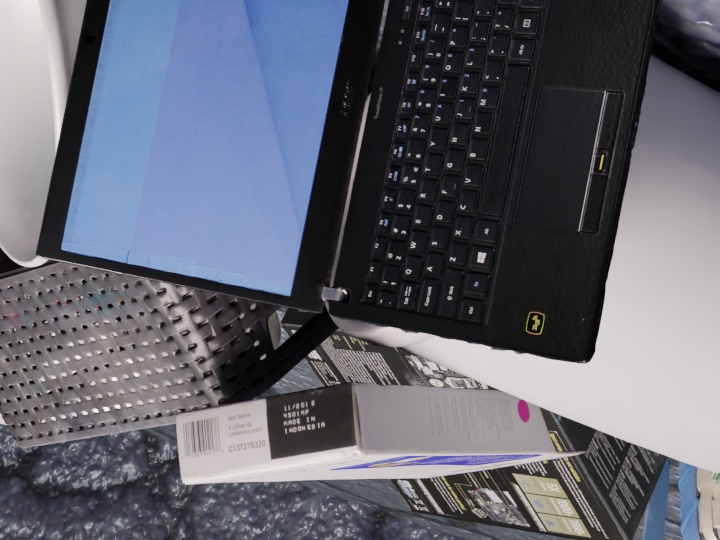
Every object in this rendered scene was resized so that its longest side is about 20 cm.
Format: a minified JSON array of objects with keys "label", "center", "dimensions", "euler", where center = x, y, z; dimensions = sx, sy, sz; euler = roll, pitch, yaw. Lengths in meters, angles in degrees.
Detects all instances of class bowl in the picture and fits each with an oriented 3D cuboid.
[{"label":"bowl","center":[-0.128,-0.108,0.832],"dimensions":[0.090,0.201,0.201],"euler":[-11,-179,-25]}]

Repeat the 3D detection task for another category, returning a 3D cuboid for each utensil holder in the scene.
[{"label":"utensil holder","center":[0.108,-0.014,0.815],"dimensions":[0.200,0.170,0.170],"euler":[25,166,-24]}]

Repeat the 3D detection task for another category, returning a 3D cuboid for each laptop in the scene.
[{"label":"laptop","center":[-0.004,-0.071,0.685],"dimensions":[0.200,0.178,0.103],"euler":[10,178,40]}]

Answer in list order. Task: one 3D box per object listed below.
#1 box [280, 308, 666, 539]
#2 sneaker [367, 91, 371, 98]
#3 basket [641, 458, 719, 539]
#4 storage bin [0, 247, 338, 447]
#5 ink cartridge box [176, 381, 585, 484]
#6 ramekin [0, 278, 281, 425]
[{"label":"box","center":[0.074,0.067,1.093],"dimensions":[0.164,0.086,0.200],"euler":[4,142,36]},{"label":"sneaker","center":[0.030,-0.068,0.978],"dimensions":[0.200,0.077,0.082],"euler":[15,-167,26]},{"label":"basket","center":[0.253,0.122,1.154],"dimensions":[0.139,0.177,0.200],"euler":[22,149,-24]},{"label":"storage bin","center":[-0.100,0.006,0.898],"dimensions":[0.200,0.135,0.094],"euler":[-14,109,47]},{"label":"ink cartridge box","center":[0.015,0.076,0.829],"dimensions":[0.095,0.037,0.200],"euler":[-13,166,32]},{"label":"ramekin","center":[-0.154,0.016,1.123],"dimensions":[0.202,0.094,0.202],"euler":[-8,-163,2]}]
